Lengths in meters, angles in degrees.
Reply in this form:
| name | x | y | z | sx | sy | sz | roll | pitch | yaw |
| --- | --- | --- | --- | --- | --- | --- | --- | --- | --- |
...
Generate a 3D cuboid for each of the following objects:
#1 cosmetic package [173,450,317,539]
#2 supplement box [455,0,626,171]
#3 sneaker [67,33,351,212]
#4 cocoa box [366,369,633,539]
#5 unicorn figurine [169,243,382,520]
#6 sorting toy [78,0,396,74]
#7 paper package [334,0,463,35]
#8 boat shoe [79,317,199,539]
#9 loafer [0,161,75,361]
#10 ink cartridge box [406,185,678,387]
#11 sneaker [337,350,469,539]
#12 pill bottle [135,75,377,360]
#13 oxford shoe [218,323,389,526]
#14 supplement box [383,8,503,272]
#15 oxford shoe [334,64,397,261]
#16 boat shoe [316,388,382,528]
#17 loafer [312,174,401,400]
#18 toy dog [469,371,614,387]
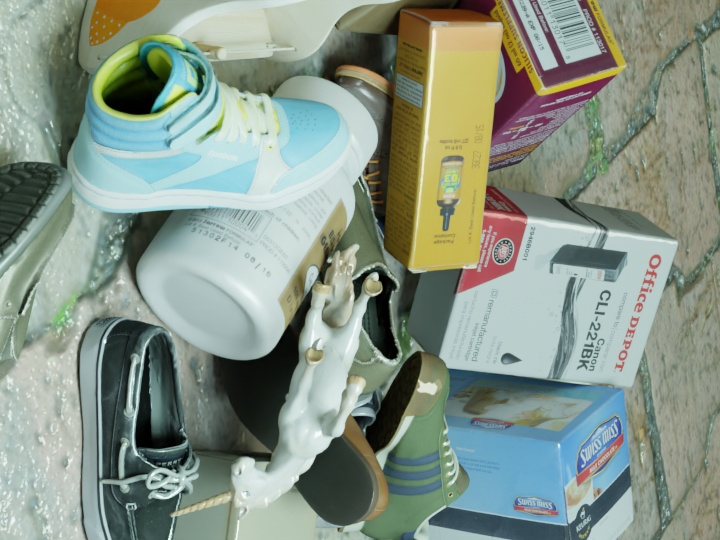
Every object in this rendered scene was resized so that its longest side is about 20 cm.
| name | x | y | z | sx | sy | sz | roll | pitch | yaw |
| --- | --- | --- | --- | --- | --- | --- | --- | --- | --- |
| cosmetic package | -0.095 | 0.240 | 1.125 | 0.103 | 0.073 | 0.202 | 9 | 85 | -54 |
| supplement box | 0.121 | -0.166 | 1.241 | 0.085 | 0.200 | 0.111 | -17 | 78 | -25 |
| sneaker | -0.090 | -0.101 | 0.977 | 0.199 | 0.131 | 0.080 | -11 | 62 | -19 |
| cocoa box | 0.123 | 0.174 | 1.312 | 0.133 | 0.199 | 0.132 | -27 | 115 | -51 |
| unicorn figurine | -0.037 | 0.085 | 1.029 | 0.200 | 0.074 | 0.138 | -54 | 173 | -42 |
| sorting toy | -0.064 | -0.193 | 1.024 | 0.199 | 0.179 | 0.108 | -16 | 107 | -53 |
| paper package | 0.076 | -0.274 | 1.193 | 0.199 | 0.190 | 0.104 | -11 | 74 | -53 |
| boat shoe | -0.147 | 0.133 | 1.040 | 0.073 | 0.068 | 0.201 | -10 | 103 | -53 |
| loafer | -0.237 | 0.018 | 0.910 | 0.201 | 0.075 | 0.070 | -59 | 149 | -25 |
| ink cartridge box | 0.159 | 0.014 | 1.299 | 0.199 | 0.084 | 0.145 | 7 | 109 | -23 |
| sneaker | 0.052 | 0.152 | 1.226 | 0.067 | 0.089 | 0.201 | -88 | -162 | -52 |
| pill bottle | -0.068 | -0.044 | 1.092 | 0.201 | 0.114 | 0.115 | -59 | 137 | -31 |
| oxford shoe | -0.044 | 0.107 | 1.124 | 0.201 | 0.071 | 0.071 | 58 | 14 | 19 |
| supplement box | 0.063 | -0.103 | 1.180 | 0.066 | 0.069 | 0.202 | -4 | 108 | -24 |
| oxford shoe | 0.022 | -0.087 | 1.254 | 0.073 | 0.071 | 0.200 | -57 | 137 | -27 |
| boat shoe | -0.016 | 0.113 | 1.222 | 0.072 | 0.068 | 0.201 | 35 | 66 | -50 |
| loafer | 0.000 | 0.000 | 1.179 | 0.075 | 0.069 | 0.202 | 6 | 69 | -44 |
| toy dog | 0.190 | 0.061 | 1.451 | 0.195 | 0.139 | 0.200 | -61 | 140 | -29 |
